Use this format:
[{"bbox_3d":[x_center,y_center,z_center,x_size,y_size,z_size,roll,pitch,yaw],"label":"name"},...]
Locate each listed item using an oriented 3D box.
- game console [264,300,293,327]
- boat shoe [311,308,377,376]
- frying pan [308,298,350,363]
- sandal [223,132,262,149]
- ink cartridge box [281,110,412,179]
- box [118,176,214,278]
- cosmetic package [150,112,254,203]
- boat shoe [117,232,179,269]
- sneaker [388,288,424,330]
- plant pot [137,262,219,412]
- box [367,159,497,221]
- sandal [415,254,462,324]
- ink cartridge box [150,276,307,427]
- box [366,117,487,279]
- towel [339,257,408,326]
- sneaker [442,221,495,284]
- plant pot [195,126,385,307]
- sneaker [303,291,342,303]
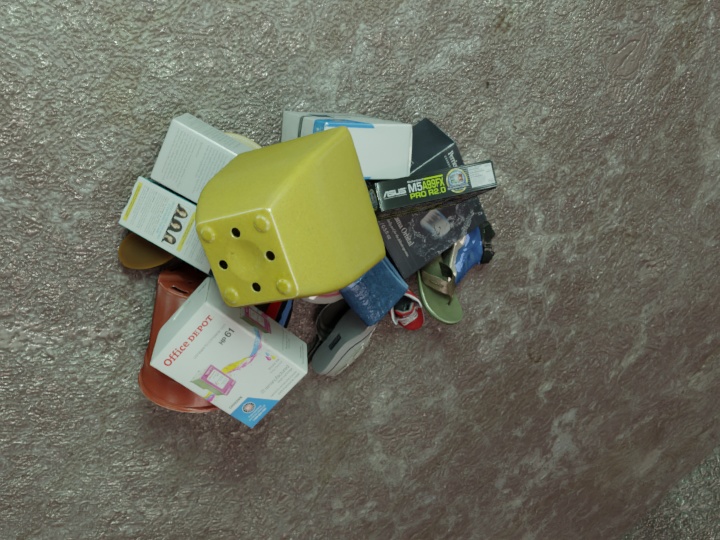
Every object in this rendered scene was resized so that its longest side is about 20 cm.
[{"bbox_3d":[-0.149,0.097,1.189,0.031,0.179,0.201,21,144,3],"label":"game console"},{"bbox_3d":[-0.015,0.142,1.343,0.065,0.072,0.201,25,110,-43],"label":"boat shoe"},{"bbox_3d":[-0.054,0.129,1.374,0.113,0.031,0.192,7,122,-30],"label":"frying pan"},{"bbox_3d":[-0.168,-0.160,1.089,0.209,0.070,0.078,20,112,-35],"label":"sandal"},{"bbox_3d":[-0.028,-0.199,1.041,0.144,0.200,0.088,-4,110,-24],"label":"ink cartridge box"},{"bbox_3d":[-0.269,-0.064,1.024,0.083,0.198,0.049,-63,168,4],"label":"box"},{"bbox_3d":[-0.207,-0.146,1.020,0.198,0.071,0.102,29,110,-5],"label":"cosmetic package"},{"bbox_3d":[-0.299,-0.053,1.091,0.197,0.070,0.072,-19,87,10],"label":"boat shoe"},{"bbox_3d":[0.094,0.084,1.364,0.071,0.113,0.201,-36,131,2],"label":"sneaker"},{"bbox_3d":[-0.281,0.103,1.148,0.197,0.201,0.199,-2,115,-25],"label":"plant pot"},{"bbox_3d":[0.093,-0.120,1.046,0.196,0.160,0.045,-13,90,-17],"label":"box"},{"bbox_3d":[0.150,0.011,1.308,0.079,0.057,0.204,-19,89,-29],"label":"sandal"},{"bbox_3d":[-0.201,0.128,1.025,0.199,0.085,0.145,38,108,-22],"label":"ink cartridge box"},{"bbox_3d":[0.100,-0.130,1.217,0.199,0.118,0.198,-35,131,-2],"label":"box"},{"bbox_3d":[0.000,0.000,1.197,0.112,0.048,0.201,-46,120,-17],"label":"towel"},{"bbox_3d":[0.222,-0.013,1.385,0.109,0.077,0.204,2,115,-17],"label":"sneaker"},{"bbox_3d":[-0.106,-0.054,0.877,0.191,0.200,0.199,-9,110,25],"label":"plant pot"},{"bbox_3d":[-0.037,-0.005,1.247,0.198,0.075,0.107,-10,120,-42],"label":"sneaker"}]
